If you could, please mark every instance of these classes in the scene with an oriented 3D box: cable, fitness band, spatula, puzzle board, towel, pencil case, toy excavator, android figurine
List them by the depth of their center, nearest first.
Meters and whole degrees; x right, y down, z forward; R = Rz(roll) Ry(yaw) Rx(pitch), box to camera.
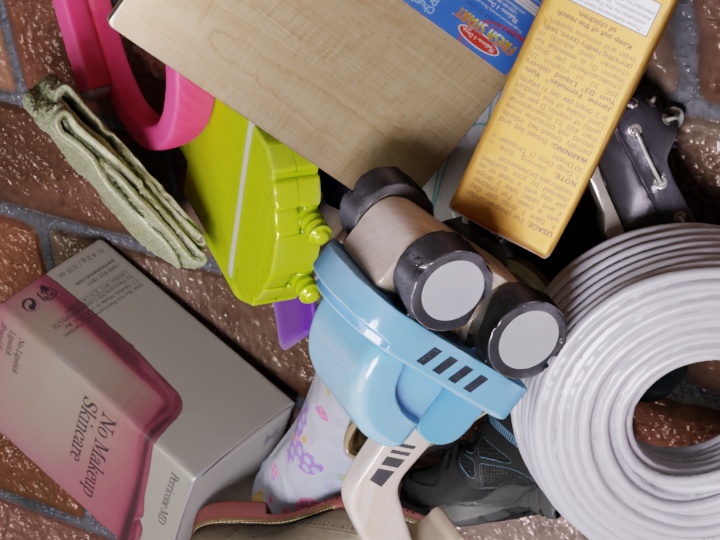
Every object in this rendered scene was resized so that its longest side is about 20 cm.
[{"bbox_3d":[-0.013,-0.138,1.239,0.200,0.017,0.151,33,106,-21],"label":"puzzle board"},{"bbox_3d":[0.024,0.073,1.260,0.194,0.200,0.100,32,-168,-38],"label":"toy excavator"},{"bbox_3d":[0.183,0.073,1.282,0.199,0.069,0.200,18,114,-13],"label":"cable"},{"bbox_3d":[0.000,0.000,1.417,0.200,0.020,0.057,-22,73,47],"label":"spatula"},{"bbox_3d":[-0.067,-0.062,1.440,0.200,0.041,0.183,55,146,44],"label":"android figurine"},{"bbox_3d":[-0.149,-0.173,1.457,0.143,0.037,0.201,-11,96,60],"label":"fitness band"},{"bbox_3d":[-0.164,-0.066,1.508,0.148,0.036,0.200,49,177,-15],"label":"towel"},{"bbox_3d":[-0.012,0.118,1.558,0.091,0.083,0.200,29,138,3],"label":"pencil case"}]

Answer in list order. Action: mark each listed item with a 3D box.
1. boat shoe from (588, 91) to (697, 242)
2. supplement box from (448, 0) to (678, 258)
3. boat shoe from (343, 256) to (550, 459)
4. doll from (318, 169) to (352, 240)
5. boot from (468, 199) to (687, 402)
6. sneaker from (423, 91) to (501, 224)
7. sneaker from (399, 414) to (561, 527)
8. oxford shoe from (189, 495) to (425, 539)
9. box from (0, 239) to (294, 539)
[{"bbox_3d":[0.152,-0.072,1.300,0.073,0.063,0.201,-105,-4,-77],"label":"boat shoe"},{"bbox_3d":[0.117,-0.111,1.215,0.069,0.067,0.201,25,109,7],"label":"supplement box"},{"bbox_3d":[0.049,0.065,1.363,0.072,0.076,0.200,51,142,12],"label":"boat shoe"},{"bbox_3d":[-0.013,-0.099,1.419,0.136,0.048,0.200,41,138,30],"label":"doll"},{"bbox_3d":[0.092,0.026,1.402,0.198,0.073,0.163,52,138,9],"label":"boot"},{"bbox_3d":[0.067,-0.114,1.305,0.080,0.070,0.201,31,119,13],"label":"sneaker"},{"bbox_3d":[0.099,0.120,1.487,0.200,0.073,0.082,-15,84,48],"label":"sneaker"},{"bbox_3d":[-0.031,0.198,1.530,0.199,0.075,0.071,-7,130,30],"label":"oxford shoe"},{"bbox_3d":[-0.164,0.099,1.655,0.200,0.109,0.128,39,139,19],"label":"box"}]
